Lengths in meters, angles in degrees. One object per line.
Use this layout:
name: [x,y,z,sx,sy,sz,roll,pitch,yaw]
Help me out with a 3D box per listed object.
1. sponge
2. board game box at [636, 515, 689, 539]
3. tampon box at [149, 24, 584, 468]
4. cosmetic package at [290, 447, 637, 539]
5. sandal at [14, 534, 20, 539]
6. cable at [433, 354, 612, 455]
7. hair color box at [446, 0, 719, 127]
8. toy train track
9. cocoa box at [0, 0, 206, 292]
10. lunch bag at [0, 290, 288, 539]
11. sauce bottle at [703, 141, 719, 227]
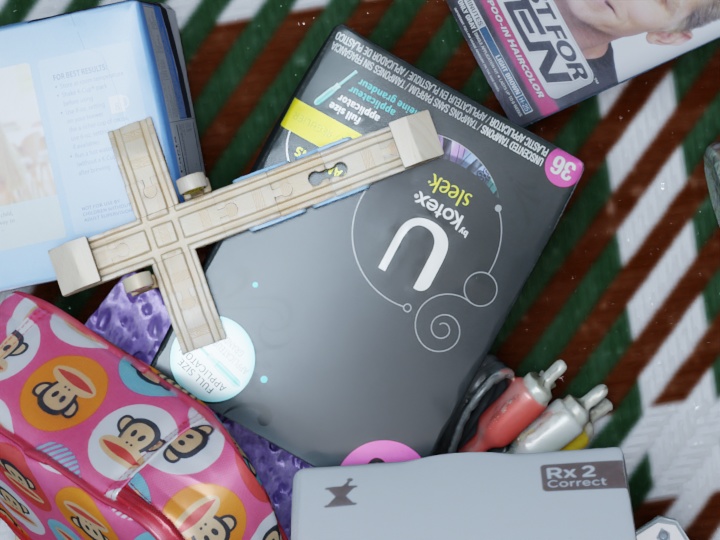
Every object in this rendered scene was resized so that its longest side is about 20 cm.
sponge: [-0.086,0.102,1.136,0.199,0.030,0.112,39,95,-2]
board game box: [0.136,0.265,1.091,0.199,0.026,0.201,-33,93,5]
tampon box: [0.000,0.000,1.059,0.149,0.126,0.201,28,88,-3]
cosmetic package: [0.055,0.214,0.961,0.163,0.166,0.202,-5,122,3]
sandal: [-0.160,0.213,1.116,0.077,0.070,0.214,1,105,10]
cable: [0.052,0.124,1.110,0.200,0.097,0.050,-50,50,2]
hair color box: [0.134,-0.153,1.022,0.060,0.199,0.101,-33,97,-38]
toy train track: [-0.056,-0.033,0.978,0.198,0.033,0.116,-20,86,-1]
cocoa box: [-0.188,-0.058,1.067,0.198,0.131,0.135,-12,95,3]
lunch bag: [-0.120,0.117,1.025,0.199,0.177,0.082,31,62,31]
sauce bottle: [0.287,-0.065,1.089,0.198,0.065,0.065,-17,96,4]
